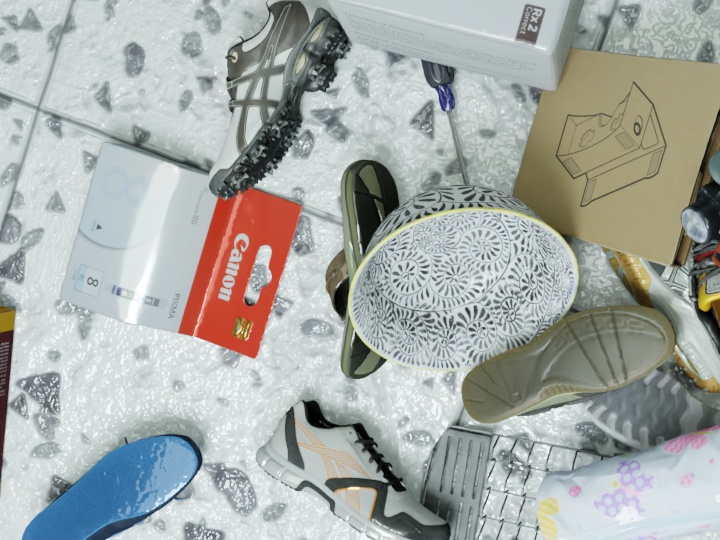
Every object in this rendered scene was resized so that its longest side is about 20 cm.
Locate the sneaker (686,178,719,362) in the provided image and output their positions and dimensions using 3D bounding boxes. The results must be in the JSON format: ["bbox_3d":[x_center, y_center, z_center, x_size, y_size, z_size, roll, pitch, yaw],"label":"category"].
[{"bbox_3d":[0.300,-0.006,1.006,0.078,0.082,0.200,-23,82,33],"label":"sneaker"}]

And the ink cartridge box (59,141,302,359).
[{"bbox_3d":[-0.174,-0.018,1.196,0.200,0.047,0.160,19,96,13],"label":"ink cartridge box"}]

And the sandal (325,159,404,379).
[{"bbox_3d":[0.001,-0.001,1.155,0.057,0.080,0.201,1,92,40],"label":"sandal"}]

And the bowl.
[{"bbox_3d":[0.084,-0.010,1.101,0.200,0.094,0.201,-4,135,-4],"label":"bowl"}]

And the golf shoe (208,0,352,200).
[{"bbox_3d":[-0.095,-0.161,1.162,0.094,0.078,0.200,33,88,12],"label":"golf shoe"}]

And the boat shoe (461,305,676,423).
[{"bbox_3d":[0.185,0.081,1.099,0.201,0.066,0.072,-25,77,26],"label":"boat shoe"}]

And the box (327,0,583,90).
[{"bbox_3d":[0.099,-0.281,1.066,0.200,0.131,0.199,16,86,11],"label":"box"}]

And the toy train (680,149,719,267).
[{"bbox_3d":[0.341,-0.055,0.945,0.200,0.085,0.114,-25,57,-22],"label":"toy train"}]

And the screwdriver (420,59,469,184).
[{"bbox_3d":[0.086,-0.131,1.151,0.028,0.029,0.200,-14,97,12],"label":"screwdriver"}]

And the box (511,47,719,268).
[{"bbox_3d":[0.216,-0.103,1.057,0.200,0.021,0.164,22,99,53],"label":"box"}]

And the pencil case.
[{"bbox_3d":[0.242,0.183,1.017,0.200,0.091,0.083,-23,95,28],"label":"pencil case"}]

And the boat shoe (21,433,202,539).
[{"bbox_3d":[-0.238,0.214,1.215,0.200,0.069,0.084,-27,79,11],"label":"boat shoe"}]

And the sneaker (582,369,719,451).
[{"bbox_3d":[0.285,0.150,1.094,0.200,0.082,0.075,24,67,27],"label":"sneaker"}]

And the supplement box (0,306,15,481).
[{"bbox_3d":[-0.465,0.127,1.223,0.197,0.133,0.200,8,95,12],"label":"supplement box"}]

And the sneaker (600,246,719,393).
[{"bbox_3d":[0.283,0.005,1.095,0.088,0.076,0.200,-34,91,-1],"label":"sneaker"}]

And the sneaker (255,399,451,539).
[{"bbox_3d":[-0.001,0.188,1.149,0.200,0.074,0.080,28,93,18],"label":"sneaker"}]

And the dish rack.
[{"bbox_3d":[0.151,0.223,1.136,0.200,0.055,0.154,10,94,12],"label":"dish rack"}]
